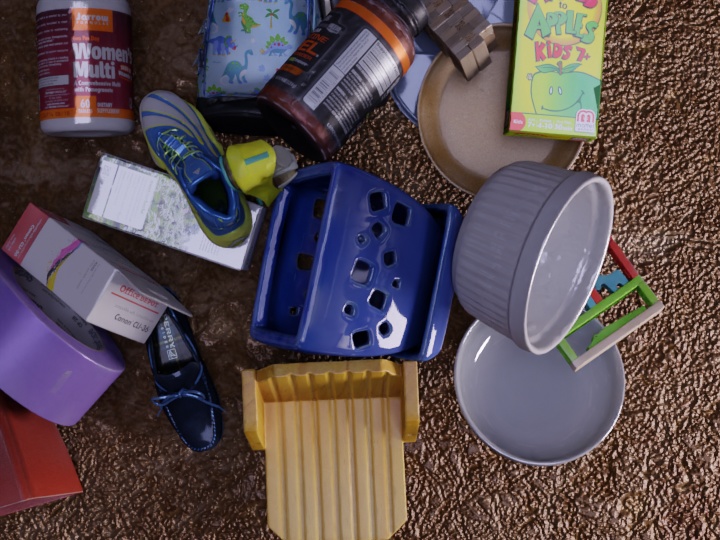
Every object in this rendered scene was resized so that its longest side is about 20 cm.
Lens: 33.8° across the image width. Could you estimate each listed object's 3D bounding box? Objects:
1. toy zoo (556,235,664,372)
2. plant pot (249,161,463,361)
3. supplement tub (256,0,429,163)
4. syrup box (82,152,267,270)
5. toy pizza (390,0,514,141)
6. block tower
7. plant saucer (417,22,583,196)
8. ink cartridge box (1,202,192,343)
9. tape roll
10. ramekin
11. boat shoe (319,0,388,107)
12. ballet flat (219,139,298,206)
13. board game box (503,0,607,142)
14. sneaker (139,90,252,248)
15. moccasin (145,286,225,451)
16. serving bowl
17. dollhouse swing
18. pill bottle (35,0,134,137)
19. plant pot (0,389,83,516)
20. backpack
[{"bbox_3d":[0.242,0.000,1.384,0.130,0.021,0.201,-32,74,-9],"label":"toy zoo"},{"bbox_3d":[0.000,0.000,1.319,0.177,0.200,0.203,12,87,-21],"label":"plant pot"},{"bbox_3d":[-0.013,-0.221,1.275,0.107,0.107,0.201,40,78,-1],"label":"supplement tub"},{"bbox_3d":[-0.214,-0.067,1.383,0.197,0.081,0.080,18,89,-2],"label":"syrup box"},{"bbox_3d":[0.123,-0.253,1.402,0.197,0.032,0.204,0,91,1],"label":"toy pizza"},{"bbox_3d":[0.079,-0.307,1.344,0.054,0.058,0.201,-37,67,1],"label":"block tower"},{"bbox_3d":[0.162,-0.181,1.369,0.197,0.035,0.204,0,91,0],"label":"plant saucer"},{"bbox_3d":[-0.293,0.013,1.328,0.199,0.116,0.068,34,91,30],"label":"ink cartridge box"},{"bbox_3d":[-0.364,0.074,1.329,0.200,0.200,0.085,43,91,-1],"label":"tape roll"},{"bbox_3d":[0.183,-0.022,1.280,0.104,0.200,0.203,23,92,28],"label":"ramekin"},{"bbox_3d":[-0.010,-0.284,1.384,0.062,0.073,0.203,-10,96,-3],"label":"boat shoe"},{"bbox_3d":[-0.102,-0.110,1.291,0.066,0.200,0.068,-24,89,4],"label":"ballet flat"},{"bbox_3d":[0.219,-0.251,1.326,0.100,0.048,0.204,5,91,0],"label":"board game box"},{"bbox_3d":[-0.179,-0.123,1.297,0.075,0.105,0.201,-33,84,-10],"label":"sneaker"},{"bbox_3d":[-0.221,0.121,1.395,0.079,0.068,0.203,-23,91,1],"label":"moccasin"},{"bbox_3d":[0.204,0.133,1.383,0.196,0.066,0.203,1,70,-1],"label":"serving bowl"},{"bbox_3d":[-0.031,0.212,1.356,0.196,0.182,0.179,-2,72,0],"label":"dollhouse swing"},{"bbox_3d":[-0.317,-0.259,1.364,0.108,0.110,0.204,-2,92,0],"label":"pill bottle"},{"bbox_3d":[-0.454,0.196,1.346,0.197,0.200,0.179,-16,81,0],"label":"plant pot"},{"bbox_3d":[-0.111,-0.267,1.358,0.160,0.154,0.203,7,80,6],"label":"backpack"}]
